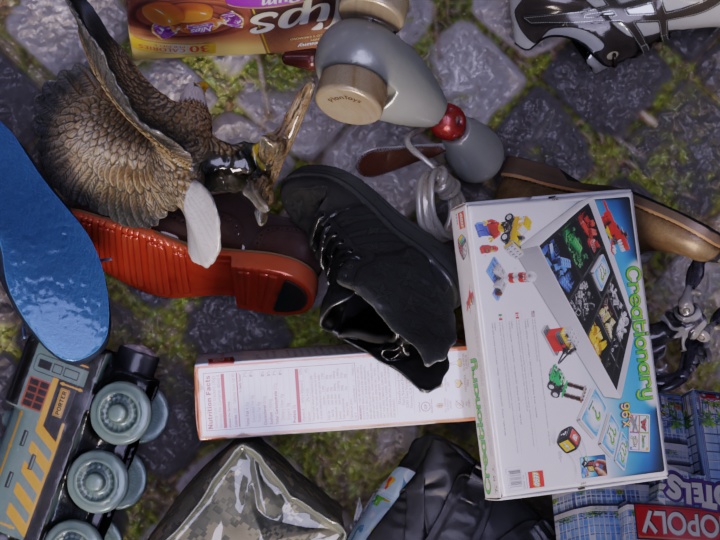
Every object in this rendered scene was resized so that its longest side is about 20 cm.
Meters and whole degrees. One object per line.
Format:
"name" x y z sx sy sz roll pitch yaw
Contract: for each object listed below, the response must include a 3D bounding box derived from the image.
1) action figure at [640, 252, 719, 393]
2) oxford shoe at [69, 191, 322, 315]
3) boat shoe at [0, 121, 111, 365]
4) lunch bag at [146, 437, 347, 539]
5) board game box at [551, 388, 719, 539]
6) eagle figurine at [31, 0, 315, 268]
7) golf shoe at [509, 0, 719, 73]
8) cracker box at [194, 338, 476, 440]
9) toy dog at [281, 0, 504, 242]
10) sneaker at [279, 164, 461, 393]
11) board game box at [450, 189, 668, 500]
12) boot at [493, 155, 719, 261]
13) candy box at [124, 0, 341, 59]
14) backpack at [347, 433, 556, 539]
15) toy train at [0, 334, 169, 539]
"action figure" 0.228 0.030 1.514 0.199 0.102 0.119 -24 110 19
"oxford shoe" -0.122 -0.023 1.521 0.199 0.071 0.073 14 55 3
"boat shoe" -0.232 -0.022 1.482 0.084 0.069 0.201 -21 76 -13
"lunch bag" -0.107 0.224 1.460 0.117 0.164 0.200 41 88 0
"board game box" 0.235 0.188 1.463 0.199 0.062 0.201 8 66 -30
"eagle figurine" -0.147 -0.102 1.455 0.199 0.151 0.153 21 96 -3
"golf shoe" 0.207 -0.192 1.537 0.199 0.078 0.095 10 106 -2
"cracker box" -0.020 0.084 1.482 0.199 0.134 0.058 -3 91 -3
"toy dog" 0.016 -0.121 1.485 0.132 0.096 0.201 -56 131 -35
"sneaker" -0.001 0.002 1.434 0.199 0.060 0.104 33 47 22
"board game box" 0.136 0.050 1.399 0.125 0.035 0.201 -5 85 -18
"boot" 0.176 -0.025 1.484 0.073 0.199 0.076 26 83 -47
"candy box" -0.071 -0.207 1.484 0.199 0.117 0.057 -2 65 -4
"backpack" 0.039 0.247 1.491 0.163 0.154 0.200 38 65 -9
"toy train" -0.216 0.141 1.500 0.113 0.085 0.201 19 90 9
